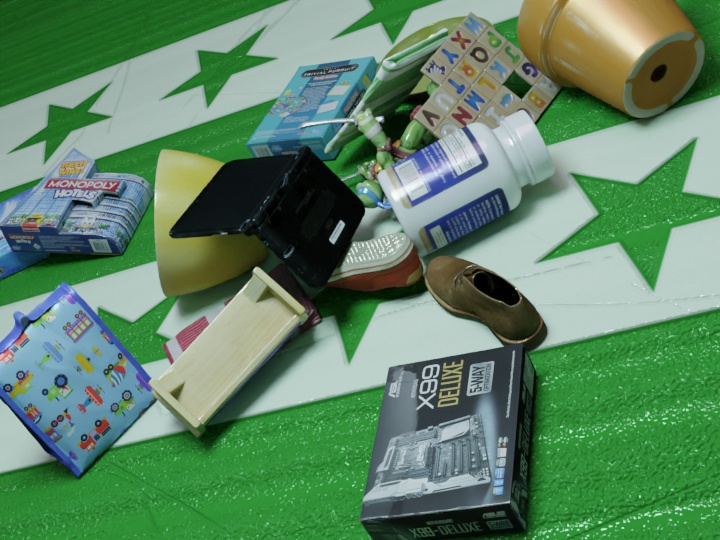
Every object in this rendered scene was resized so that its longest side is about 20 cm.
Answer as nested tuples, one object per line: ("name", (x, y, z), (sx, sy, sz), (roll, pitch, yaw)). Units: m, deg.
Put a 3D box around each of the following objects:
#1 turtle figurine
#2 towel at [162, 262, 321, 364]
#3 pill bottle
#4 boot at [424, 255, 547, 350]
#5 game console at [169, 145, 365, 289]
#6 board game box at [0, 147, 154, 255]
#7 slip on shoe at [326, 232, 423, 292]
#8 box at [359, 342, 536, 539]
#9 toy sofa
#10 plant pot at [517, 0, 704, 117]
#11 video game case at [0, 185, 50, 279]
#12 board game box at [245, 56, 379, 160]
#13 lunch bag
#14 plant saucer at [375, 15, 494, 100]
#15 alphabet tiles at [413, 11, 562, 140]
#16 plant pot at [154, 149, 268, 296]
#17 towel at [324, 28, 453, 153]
("turtle figurine", (0.027, -0.182, 1.492), (0.194, 0.144, 0.199), (-43, 41, -23))
("towel", (-0.158, 0.077, 1.414), (0.199, 0.023, 0.144), (-34, 35, -4))
("pill bottle", (0.133, -0.113, 1.354), (0.199, 0.120, 0.120), (-27, 36, 3))
("boot", (0.133, 0.016, 1.241), (0.074, 0.076, 0.200), (-40, 36, -11))
("game console", (-0.110, -0.062, 1.368), (0.116, 0.176, 0.200), (-38, 15, 35))
("board game box", (-0.449, -0.116, 1.773), (0.198, 0.062, 0.201), (1, 45, 15))
("slip on shoe", (0.000, 0.000, 1.366), (0.199, 0.061, 0.074), (-9, 37, 47))
("box", (0.092, 0.173, 1.100), (0.157, 0.050, 0.201), (-12, 40, 24))
("toy sofa", (-0.157, 0.100, 1.321), (0.083, 0.098, 0.200), (40, 76, 8))
("plant pot", (0.333, -0.298, 1.393), (0.199, 0.201, 0.184), (-32, 51, -4))
("video game case", (-0.617, -0.052, 1.866), (0.199, 0.046, 0.182), (-24, 36, 8))
("board game box", (-0.070, -0.252, 1.722), (0.150, 0.047, 0.201), (0, 45, 35))
("lunch bag", (-0.367, 0.127, 1.346), (0.094, 0.201, 0.151), (19, 57, 46))
("plant saucer", (0.120, -0.323, 1.689), (0.199, 0.031, 0.201), (-20, 37, 16))
("alphabet tiles", (0.163, -0.240, 1.478), (0.200, 0.167, 0.008), (-51, -1, -27))
("plant pot", (-0.198, -0.065, 1.495), (0.141, 0.201, 0.201), (-1, 39, -3))
("towel", (0.037, -0.253, 1.543), (0.152, 0.023, 0.200), (-36, -7, -39))
